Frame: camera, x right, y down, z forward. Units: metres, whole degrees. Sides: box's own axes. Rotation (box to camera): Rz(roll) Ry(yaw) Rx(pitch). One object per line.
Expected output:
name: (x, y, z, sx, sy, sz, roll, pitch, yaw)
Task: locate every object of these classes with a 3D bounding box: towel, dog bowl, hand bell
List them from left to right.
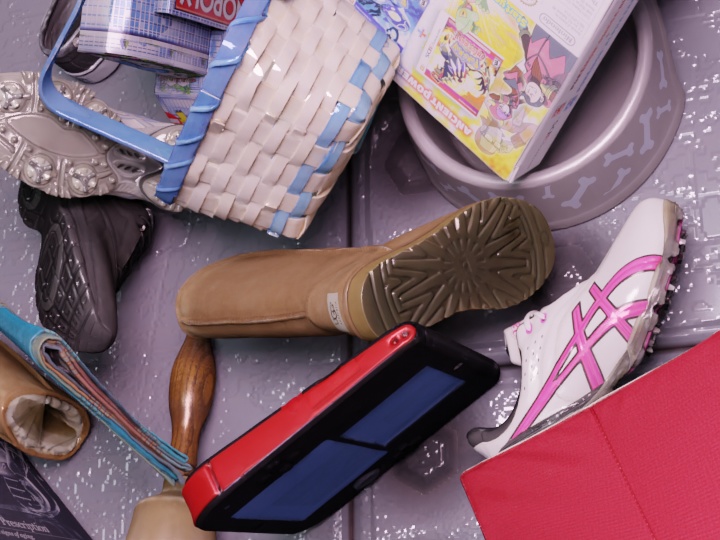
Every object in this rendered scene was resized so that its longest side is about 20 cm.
towel: (-0.199, 0.063, 1.048, 0.022, 0.147, 0.200, -48, 32, -11)
hand bell: (-0.124, 0.132, 1.079, 0.104, 0.104, 0.201, -9, 59, 21)
dog bowl: (0.115, -0.130, 1.053, 0.199, 0.059, 0.201, -7, 72, 21)

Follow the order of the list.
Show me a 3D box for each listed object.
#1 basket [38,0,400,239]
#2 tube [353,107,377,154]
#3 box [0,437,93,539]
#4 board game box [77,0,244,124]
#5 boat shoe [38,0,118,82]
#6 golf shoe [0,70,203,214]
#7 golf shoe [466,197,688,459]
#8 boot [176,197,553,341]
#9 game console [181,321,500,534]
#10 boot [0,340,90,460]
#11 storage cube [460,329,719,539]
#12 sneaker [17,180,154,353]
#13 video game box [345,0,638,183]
basket: (-0.092, -0.123, 0.990, 0.177, 0.199, 0.140, -53, 14, 43)
tube: (0.013, -0.179, 1.074, 0.077, 0.050, 0.201, 24, 94, 62)
box: (-0.305, 0.163, 1.072, 0.182, 0.200, 0.104, 43, 96, 27)
board game box: (-0.114, -0.188, 1.120, 0.061, 0.200, 0.201, 6, 91, 26)
boat shoe: (-0.190, -0.247, 1.217, 0.073, 0.068, 0.200, 29, 87, 28)
golf shoe: (-0.187, -0.085, 1.103, 0.097, 0.199, 0.079, 16, 88, 63)
golf shoe: (0.137, 0.040, 0.975, 0.092, 0.073, 0.201, 24, 85, 11)
boot: (0.000, 0.000, 1.027, 0.200, 0.174, 0.067, -3, 101, 53)
game console: (-0.006, 0.101, 0.958, 0.176, 0.200, 0.031, -35, 72, 10)
boot: (-0.302, 0.046, 1.124, 0.200, 0.175, 0.066, 36, 92, 32)
storage cube: (0.185, 0.171, 0.859, 0.170, 0.200, 0.180, -31, 58, 13)
sneaker: (-0.185, -0.021, 1.114, 0.076, 0.090, 0.201, -58, 35, 35)
video game box: (0.067, -0.185, 0.959, 0.200, 0.047, 0.183, 44, 131, 17)
